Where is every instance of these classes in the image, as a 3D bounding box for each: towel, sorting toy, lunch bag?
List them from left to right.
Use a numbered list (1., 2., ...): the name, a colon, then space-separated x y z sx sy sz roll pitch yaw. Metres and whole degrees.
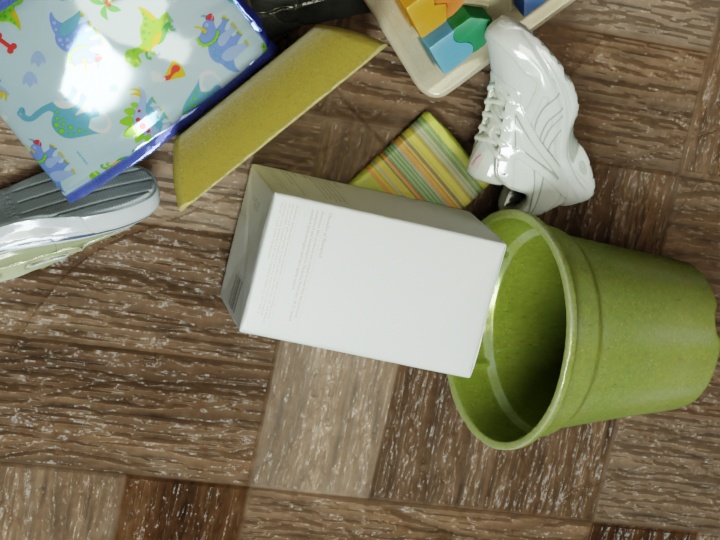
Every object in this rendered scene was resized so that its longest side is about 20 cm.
1. lunch bag: -0.190 -0.183 1.628 0.200 0.128 0.170 -30 115 19
2. towel: 0.011 -0.041 1.808 0.200 0.018 0.086 -41 108 0
3. sorting toy: 0.101 -0.233 1.703 0.185 0.037 0.200 -36 150 2

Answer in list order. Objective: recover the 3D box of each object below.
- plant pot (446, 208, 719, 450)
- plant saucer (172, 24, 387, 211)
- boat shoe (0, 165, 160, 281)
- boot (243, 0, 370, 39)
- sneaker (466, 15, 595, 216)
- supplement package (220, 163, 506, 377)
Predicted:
1. plant pot: 0.199 0.053 1.811 0.183 0.200 0.201 3 106 -28
2. plant saucer: -0.077 -0.127 1.667 0.200 0.200 0.049 -39 94 -2
3. boat shoe: -0.258 -0.035 1.710 0.199 0.072 0.062 -13 135 -8
4. boot: -0.012 -0.255 1.670 0.199 0.073 0.182 -12 153 -8
5. sneaker: 0.130 -0.117 1.762 0.099 0.078 0.201 -30 127 -11
6. supplement package: 0.000 0.000 1.743 0.199 0.121 0.120 12 101 -14
